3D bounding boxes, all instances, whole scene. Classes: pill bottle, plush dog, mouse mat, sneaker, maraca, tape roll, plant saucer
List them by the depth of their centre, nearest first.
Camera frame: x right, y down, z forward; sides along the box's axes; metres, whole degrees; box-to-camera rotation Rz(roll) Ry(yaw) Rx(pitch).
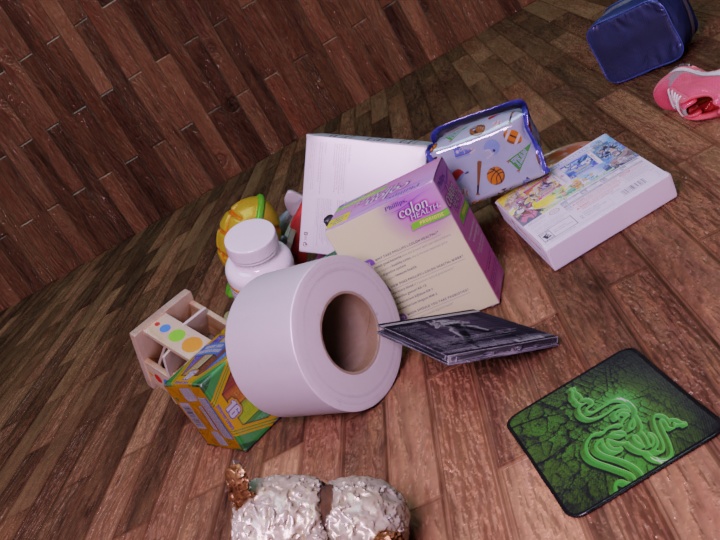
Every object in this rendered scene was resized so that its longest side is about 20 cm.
[{"bbox_3d":[-0.036,0.246,0.853,0.170,0.162,0.200,-7,19,-1],"label":"plush dog"},{"bbox_3d":[0.235,0.148,0.854,0.160,0.008,0.200,-32,19,1],"label":"mouse mat"},{"bbox_3d":[-0.059,0.090,1.170,0.138,0.204,0.203,-12,26,44],"label":"tape roll"},{"bbox_3d":[0.521,-0.275,1.389,0.087,0.074,0.200,-38,19,-15],"label":"sneaker"},{"bbox_3d":[-0.153,0.020,1.417,0.110,0.201,0.112,-7,41,6],"label":"pill bottle"},{"bbox_3d":[0.309,-0.144,1.447,0.199,0.038,0.200,-29,17,10],"label":"plant saucer"},{"bbox_3d":[-0.199,-0.042,1.520,0.138,0.106,0.201,-88,20,-47],"label":"maraca"}]

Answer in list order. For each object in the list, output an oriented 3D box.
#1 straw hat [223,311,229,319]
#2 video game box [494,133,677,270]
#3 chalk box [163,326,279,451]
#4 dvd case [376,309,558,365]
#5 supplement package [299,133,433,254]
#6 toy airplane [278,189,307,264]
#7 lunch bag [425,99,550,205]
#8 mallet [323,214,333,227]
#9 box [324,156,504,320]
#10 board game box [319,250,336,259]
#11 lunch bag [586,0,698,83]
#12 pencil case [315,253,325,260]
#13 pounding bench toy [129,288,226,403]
[{"bbox_3d":[-0.197,0.100,1.551,0.200,0.086,0.201,-29,19,11],"label":"straw hat"},{"bbox_3d":[0.316,-0.102,1.264,0.199,0.047,0.183,-31,32,1],"label":"video game box"},{"bbox_3d":[-0.162,0.150,1.304,0.200,0.125,0.123,-44,22,-31],"label":"chalk box"},{"bbox_3d":[0.126,0.080,1.090,0.147,0.016,0.200,-8,10,-22],"label":"dvd case"},{"bbox_3d":[0.015,-0.124,1.468,0.198,0.194,0.147,7,11,10],"label":"supplement package"},{"bbox_3d":[-0.141,-0.054,1.640,0.139,0.201,0.200,6,-23,-1],"label":"toy airplane"},{"bbox_3d":[0.197,-0.186,1.377,0.168,0.125,0.200,-19,10,15],"label":"lunch bag"},{"bbox_3d":[0.000,0.000,1.312,0.041,0.201,0.066,-13,21,29],"label":"mallet"},{"bbox_3d":[0.079,-0.025,1.247,0.175,0.201,0.097,-24,19,23],"label":"box"},{"bbox_3d":[-0.084,0.010,1.327,0.199,0.024,0.105,-31,1,-35],"label":"board game box"},{"bbox_3d":[0.553,-0.471,1.745,0.199,0.137,0.132,-14,24,46],"label":"lunch bag"},{"bbox_3d":[-0.043,0.019,1.510,0.090,0.094,0.200,-26,17,13],"label":"pencil case"},{"bbox_3d":[-0.257,0.166,1.440,0.155,0.201,0.124,25,50,31],"label":"pounding bench toy"}]
